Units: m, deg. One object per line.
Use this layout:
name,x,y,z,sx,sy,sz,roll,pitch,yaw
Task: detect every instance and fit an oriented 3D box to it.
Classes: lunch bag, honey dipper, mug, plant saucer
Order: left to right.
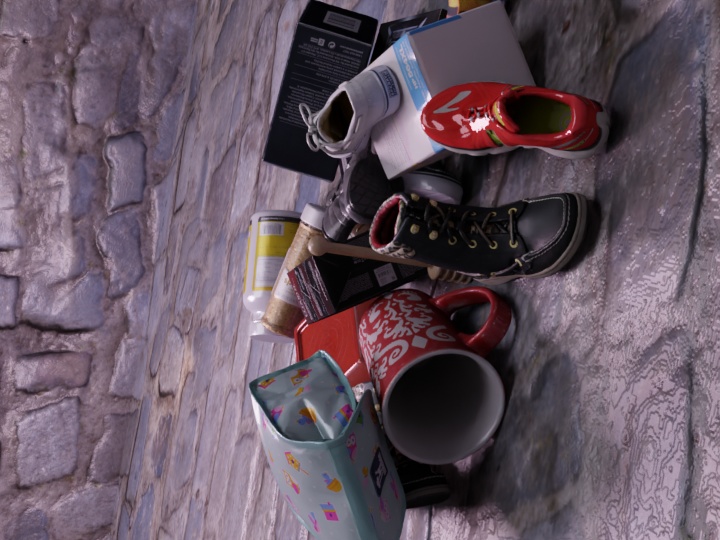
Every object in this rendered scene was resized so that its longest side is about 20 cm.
lunch bag,-0.029,0.205,1.311,0.200,0.121,0.172,38,148,62
plant saucer,-0.036,0.108,1.722,0.200,0.036,0.201,-48,36,39
honey dipper,0.035,-0.017,1.387,0.038,0.198,0.039,-170,90,-69
mug,0.087,0.099,1.360,0.200,0.176,0.135,-120,6,-66

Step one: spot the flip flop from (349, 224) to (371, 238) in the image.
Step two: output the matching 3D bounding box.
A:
flip flop,0.004,-0.052,1.689,0.081,0.057,0.202,127,152,-44

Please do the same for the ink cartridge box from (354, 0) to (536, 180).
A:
ink cartridge box,0.085,-0.194,1.366,0.127,0.127,0.200,67,157,0

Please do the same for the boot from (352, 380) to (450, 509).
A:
boot,0.040,0.201,1.434,0.203,0.073,0.156,148,116,-70

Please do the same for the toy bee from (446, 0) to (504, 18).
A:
toy bee,0.124,-0.348,1.414,0.131,0.107,0.203,158,119,-70

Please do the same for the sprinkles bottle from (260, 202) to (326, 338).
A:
sprinkles bottle,-0.088,0.001,1.872,0.202,0.068,0.068,-68,22,7

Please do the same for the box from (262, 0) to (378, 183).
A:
box,-0.054,-0.249,1.684,0.149,0.106,0.202,-80,6,-66

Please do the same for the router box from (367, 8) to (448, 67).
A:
router box,0.062,-0.246,1.585,0.200,0.052,0.159,15,88,68

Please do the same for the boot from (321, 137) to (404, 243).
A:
boot,-0.004,-0.078,1.483,0.132,0.069,0.201,-56,8,31

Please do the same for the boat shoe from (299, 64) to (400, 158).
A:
boat shoe,-0.028,-0.164,1.371,0.075,0.085,0.202,67,158,0

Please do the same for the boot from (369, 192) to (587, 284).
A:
boot,0.114,-0.040,1.213,0.203,0.152,0.074,-26,55,61

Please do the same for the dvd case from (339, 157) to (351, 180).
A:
dvd case,0.022,-0.219,1.738,0.201,0.016,0.150,-53,32,35

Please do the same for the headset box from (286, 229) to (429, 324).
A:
headset box,0.000,0.000,1.509,0.078,0.147,0.200,67,166,0

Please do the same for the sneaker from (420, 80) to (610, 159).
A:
sneaker,0.141,-0.155,1.183,0.198,0.085,0.078,5,85,31

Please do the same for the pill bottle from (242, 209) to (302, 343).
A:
pill bottle,-0.132,0.011,1.976,0.112,0.111,0.203,155,122,-67

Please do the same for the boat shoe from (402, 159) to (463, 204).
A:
boat shoe,0.071,-0.125,1.521,0.199,0.072,0.072,19,85,63
